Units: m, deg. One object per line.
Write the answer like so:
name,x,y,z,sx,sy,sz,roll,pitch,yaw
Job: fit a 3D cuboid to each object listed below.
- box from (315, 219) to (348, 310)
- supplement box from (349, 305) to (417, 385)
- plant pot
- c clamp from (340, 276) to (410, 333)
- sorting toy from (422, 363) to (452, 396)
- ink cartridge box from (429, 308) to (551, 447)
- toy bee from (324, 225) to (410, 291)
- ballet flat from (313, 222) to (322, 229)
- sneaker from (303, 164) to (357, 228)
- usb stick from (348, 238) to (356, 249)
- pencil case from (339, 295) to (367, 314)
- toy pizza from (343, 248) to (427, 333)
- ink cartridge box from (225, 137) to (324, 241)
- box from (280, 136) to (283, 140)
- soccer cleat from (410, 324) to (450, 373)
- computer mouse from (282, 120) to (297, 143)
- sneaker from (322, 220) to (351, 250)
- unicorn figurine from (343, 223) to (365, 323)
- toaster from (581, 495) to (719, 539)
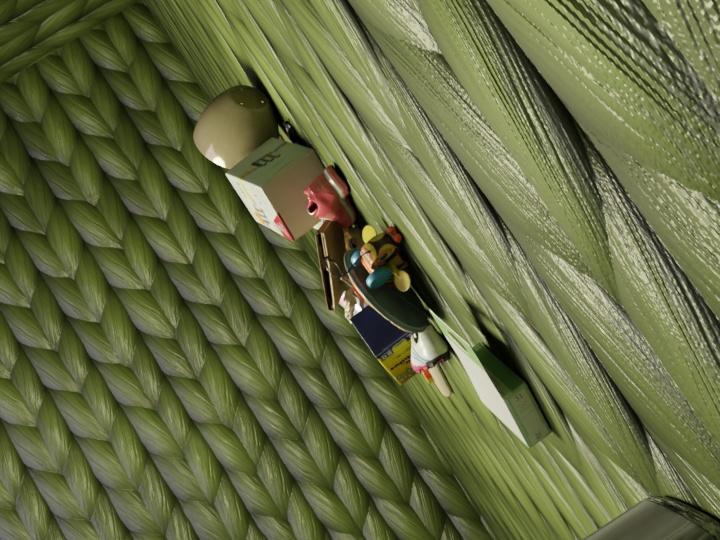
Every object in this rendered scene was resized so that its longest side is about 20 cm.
box,-0.055,-0.026,1.584,0.200,0.021,0.165,-67,-30,-71
supplement box,0.075,0.146,1.612,0.110,0.109,0.200,53,180,30
plant pot,-0.270,-0.342,1.730,0.201,0.199,0.135,54,137,28
c clamp,0.053,0.051,1.456,0.171,0.027,0.200,43,-166,5
sorting toy,0.135,0.197,1.824,0.200,0.036,0.186,49,169,54
ink cartridge box,0.186,0.143,1.088,0.201,0.048,0.146,60,173,-24
toy bee,0.040,-0.020,1.269,0.131,0.109,0.200,48,-162,3
ballet flat,-0.110,-0.147,1.874,0.201,0.069,0.069,61,173,-34
sneaker,-0.066,-0.133,1.492,0.074,0.087,0.200,55,174,24
usb stick,0.013,-0.008,1.774,0.056,0.032,0.200,61,177,35
pencil case,0.012,0.074,1.760,0.200,0.083,0.091,39,140,13
toy pizza,0.041,0.040,1.364,0.200,0.032,0.200,37,-158,-18
ink cartridge box,-0.169,-0.180,1.637,0.200,0.144,0.146,27,153,55
box,-0.222,-0.264,2.024,0.176,0.096,0.200,59,173,-17
soccer cleat,0.133,0.153,1.517,0.200,0.070,0.087,113,132,-76
computer mouse,-0.140,-0.257,1.695,0.059,0.034,0.200,53,172,40
sneaker,-0.044,-0.069,1.796,0.200,0.075,0.088,78,171,-55
unicorn figurine,0.000,0.000,1.596,0.138,0.073,0.201,68,-160,-49
toaster,0.281,0.295,0.715,0.114,0.129,0.200,57,173,2
